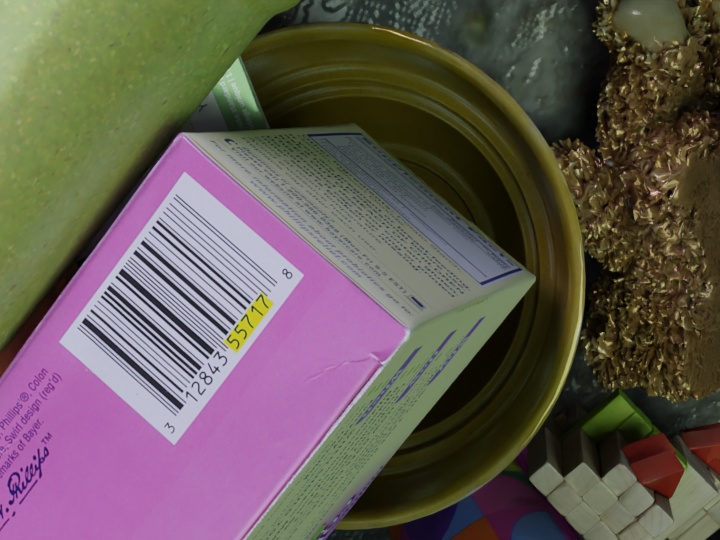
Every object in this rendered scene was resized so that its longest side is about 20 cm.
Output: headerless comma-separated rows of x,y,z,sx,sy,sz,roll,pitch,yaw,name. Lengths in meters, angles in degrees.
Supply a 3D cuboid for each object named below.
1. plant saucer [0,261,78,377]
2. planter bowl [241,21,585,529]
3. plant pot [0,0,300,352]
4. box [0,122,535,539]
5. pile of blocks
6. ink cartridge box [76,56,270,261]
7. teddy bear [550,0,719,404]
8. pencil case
-0.201,0.024,0.788,0.199,0.038,0.201,3,116,6,plant saucer
0.000,0.000,0.870,0.199,0.083,0.202,1,95,15,planter bowl
-0.124,-0.083,0.664,0.200,0.200,0.185,30,94,-32,plant pot
-0.045,0.046,0.739,0.097,0.200,0.176,40,104,10,box
0.134,0.083,0.964,0.062,0.082,0.200,-42,163,13,pile of blocks
-0.147,-0.066,0.787,0.199,0.048,0.146,-24,105,-7,ink cartridge box
0.141,-0.043,0.953,0.145,0.067,0.201,-33,123,-28,teddy bear
0.066,0.135,0.923,0.088,0.200,0.089,-8,123,-13,pencil case
